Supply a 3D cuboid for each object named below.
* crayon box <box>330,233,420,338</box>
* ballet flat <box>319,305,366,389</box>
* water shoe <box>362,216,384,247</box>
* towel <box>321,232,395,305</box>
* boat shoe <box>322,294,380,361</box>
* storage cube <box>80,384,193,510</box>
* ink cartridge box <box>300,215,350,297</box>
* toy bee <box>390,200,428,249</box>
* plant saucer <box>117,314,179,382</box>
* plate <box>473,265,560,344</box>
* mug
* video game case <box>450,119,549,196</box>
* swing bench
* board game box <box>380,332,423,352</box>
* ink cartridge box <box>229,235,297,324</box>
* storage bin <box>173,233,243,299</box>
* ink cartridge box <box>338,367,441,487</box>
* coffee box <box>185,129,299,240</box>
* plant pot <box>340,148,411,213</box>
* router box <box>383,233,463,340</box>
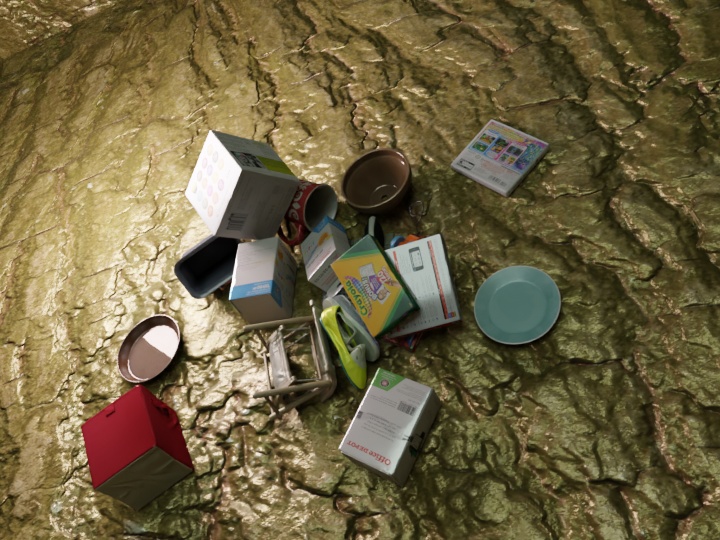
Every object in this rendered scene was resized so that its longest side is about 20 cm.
[{"bbox_3d":[0.033,0.037,1.565,0.118,0.058,0.203,-36,73,13],"label":"crayon box"},{"bbox_3d":[-0.026,0.172,1.588,0.066,0.066,0.203,-34,77,24],"label":"ballet flat"},{"bbox_3d":[0.012,-0.051,1.735,0.077,0.072,0.204,-14,49,22],"label":"water shoe"},{"bbox_3d":[0.000,0.000,1.773,0.195,0.035,0.197,-10,51,21],"label":"towel"},{"bbox_3d":[-0.008,0.129,1.652,0.070,0.071,0.201,-23,56,-35],"label":"boat shoe"},{"bbox_3d":[-0.524,0.418,1.624,0.197,0.172,0.181,-33,50,-1],"label":"storage cube"},{"bbox_3d":[-0.084,-0.033,1.753,0.115,0.067,0.202,-47,33,20],"label":"ink cartridge box"},{"bbox_3d":[0.132,-0.045,1.688,0.201,0.108,0.132,-48,45,12],"label":"toy bee"},{"bbox_3d":[-0.570,0.217,1.874,0.195,0.035,0.205,-13,53,17],"label":"plant saucer"},{"bbox_3d":[0.353,0.080,1.554,0.195,0.026,0.205,-12,54,17],"label":"plate"},{"bbox_3d":[-0.190,-0.181,1.914,0.197,0.135,0.178,22,58,38],"label":"mug"},{"bbox_3d":[0.366,-0.300,1.814,0.182,0.024,0.199,-47,51,-11],"label":"video game case"},{"bbox_3d":[-0.157,0.212,1.633,0.195,0.131,0.202,-19,50,4],"label":"swing bench"},{"bbox_3d":[0.128,0.091,1.654,0.101,0.020,0.203,15,65,33],"label":"board game box"},{"bbox_3d":[-0.250,0.016,1.806,0.122,0.129,0.204,-9,54,18],"label":"ink cartridge box"},{"bbox_3d":[-0.407,-0.030,1.920,0.198,0.147,0.135,-34,23,-1],"label":"storage bin"},{"bbox_3d":[0.064,0.333,1.471,0.143,0.085,0.203,16,65,32],"label":"ink cartridge box"},{"bbox_3d":[-0.317,-0.222,1.840,0.198,0.197,0.202,48,120,34],"label":"coffee box"},{"bbox_3d":[0.051,-0.222,1.858,0.195,0.093,0.205,-12,53,16],"label":"plant pot"},{"bbox_3d":[0.128,0.039,1.591,0.175,0.049,0.206,-15,78,15],"label":"router box"}]
